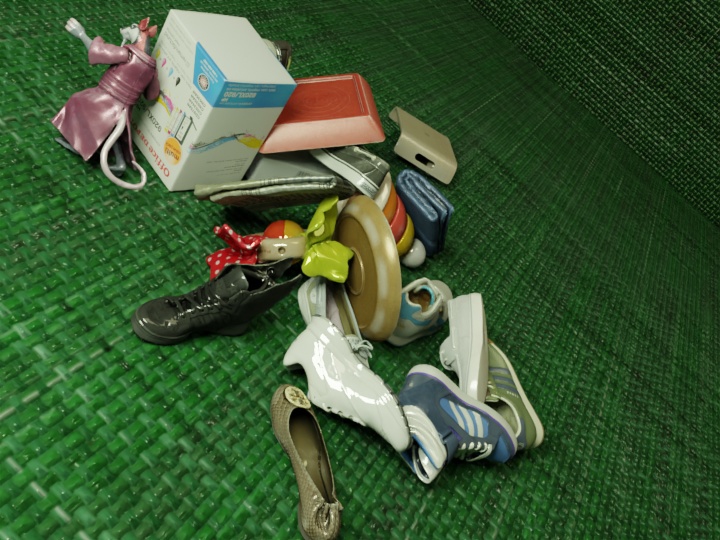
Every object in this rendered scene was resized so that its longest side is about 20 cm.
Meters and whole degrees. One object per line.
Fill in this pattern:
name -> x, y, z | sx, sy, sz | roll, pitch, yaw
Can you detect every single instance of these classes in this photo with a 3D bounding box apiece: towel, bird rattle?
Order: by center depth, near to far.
bird rattle -> -0.110, -0.027, 1.052 | 0.163, 0.195, 0.116 | -113, -170, -83
towel -> -0.113, -0.104, 1.063 | 0.195, 0.036, 0.193 | -3, 3, 7
towel -> 0.105, -0.097, 1.316 | 0.112, 0.048, 0.200 | 48, -8, 14

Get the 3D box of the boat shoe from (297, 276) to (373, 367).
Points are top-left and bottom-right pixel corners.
boat shoe -> -0.030, 0.081, 1.043 | 0.073, 0.065, 0.205 | 13, 41, -35

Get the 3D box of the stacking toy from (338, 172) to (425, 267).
stacking toy -> 0.040, -0.069, 1.277 | 0.199, 0.145, 0.148 | 39, 26, -38

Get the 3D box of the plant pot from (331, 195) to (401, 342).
plant pot -> 0.000, 0.000, 1.064 | 0.027, 0.202, 0.202 | -7, 51, -24

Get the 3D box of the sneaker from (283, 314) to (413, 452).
sneaker -> -0.014, 0.150, 0.949 | 0.200, 0.087, 0.075 | 45, -8, 18

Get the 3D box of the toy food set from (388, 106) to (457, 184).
toy food set -> 0.126, -0.269, 1.658 | 0.141, 0.061, 0.201 | 28, 26, -17

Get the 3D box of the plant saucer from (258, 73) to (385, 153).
plant saucer -> -0.069, -0.259, 1.227 | 0.194, 0.037, 0.202 | -6, 39, -4

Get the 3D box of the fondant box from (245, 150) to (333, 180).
fondant box -> -0.142, -0.220, 1.303 | 0.142, 0.059, 0.202 | 11, 41, -39

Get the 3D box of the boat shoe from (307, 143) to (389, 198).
boat shoe -> -0.021, -0.178, 1.211 | 0.070, 0.064, 0.199 | 36, 3, -45

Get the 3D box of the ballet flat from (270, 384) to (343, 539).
ballet flat -> -0.057, 0.210, 0.873 | 0.066, 0.047, 0.203 | 17, 39, -34

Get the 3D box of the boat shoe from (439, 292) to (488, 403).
boat shoe -> 0.150, 0.116, 1.135 | 0.073, 0.067, 0.203 | 65, 24, -48

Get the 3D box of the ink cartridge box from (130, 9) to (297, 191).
ink cartridge box -> -0.221, -0.240, 1.108 | 0.143, 0.201, 0.148 | -15, 60, -50

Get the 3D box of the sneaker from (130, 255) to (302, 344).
sneaker -> -0.169, 0.030, 0.921 | 0.197, 0.105, 0.061 | 0, 48, -46

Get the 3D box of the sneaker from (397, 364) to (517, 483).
sneaker -> 0.118, 0.234, 1.014 | 0.199, 0.080, 0.148 | 41, 43, -14

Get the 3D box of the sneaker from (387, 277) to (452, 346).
sneaker -> 0.102, 0.053, 1.203 | 0.076, 0.081, 0.199 | 44, 30, 11

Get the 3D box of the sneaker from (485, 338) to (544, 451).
sneaker -> 0.195, 0.180, 1.154 | 0.089, 0.067, 0.202 | 1, 52, -53

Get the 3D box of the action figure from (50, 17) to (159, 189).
action figure -> -0.316, -0.233, 0.995 | 0.133, 0.202, 0.149 | 19, 17, -49

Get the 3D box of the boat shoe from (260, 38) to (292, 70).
boat shoe -> -0.170, -0.275, 1.199 | 0.060, 0.201, 0.072 | -24, 73, -49
